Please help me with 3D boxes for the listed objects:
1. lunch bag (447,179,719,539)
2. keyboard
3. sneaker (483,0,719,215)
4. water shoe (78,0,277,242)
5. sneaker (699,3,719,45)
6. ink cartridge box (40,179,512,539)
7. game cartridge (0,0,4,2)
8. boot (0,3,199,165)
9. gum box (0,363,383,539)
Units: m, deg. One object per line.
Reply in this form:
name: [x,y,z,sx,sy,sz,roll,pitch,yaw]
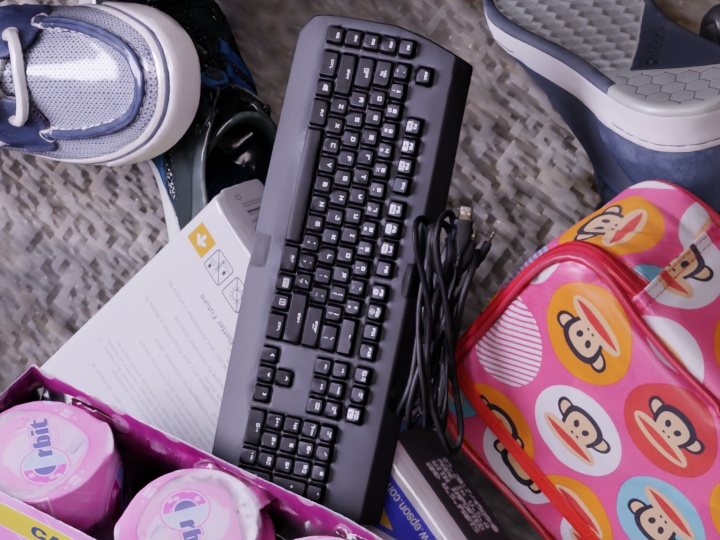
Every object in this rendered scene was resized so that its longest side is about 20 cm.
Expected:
lunch bag: [0.127,0.079,1.182,0.200,0.176,0.082,49,53,6]
keyboard: [0.000,0.000,1.158,0.103,0.040,0.201,11,91,16]
sneaker: [0.117,-0.049,1.255,0.076,0.147,0.202,-20,32,-9]
water shoe: [-0.064,-0.069,1.293,0.071,0.079,0.201,-16,79,-30]
sneaker: [0.230,-0.062,1.228,0.199,0.079,0.076,24,83,16]
ink cartridge box: [-0.057,0.098,1.250,0.200,0.047,0.198,-42,80,36]
game cartridge: [-0.112,-0.201,1.220,0.199,0.038,0.130,-22,77,14]
boot: [-0.164,-0.081,1.271,0.199,0.090,0.073,2,97,47]
gum box: [-0.071,0.134,1.178,0.199,0.114,0.066,24,51,25]
